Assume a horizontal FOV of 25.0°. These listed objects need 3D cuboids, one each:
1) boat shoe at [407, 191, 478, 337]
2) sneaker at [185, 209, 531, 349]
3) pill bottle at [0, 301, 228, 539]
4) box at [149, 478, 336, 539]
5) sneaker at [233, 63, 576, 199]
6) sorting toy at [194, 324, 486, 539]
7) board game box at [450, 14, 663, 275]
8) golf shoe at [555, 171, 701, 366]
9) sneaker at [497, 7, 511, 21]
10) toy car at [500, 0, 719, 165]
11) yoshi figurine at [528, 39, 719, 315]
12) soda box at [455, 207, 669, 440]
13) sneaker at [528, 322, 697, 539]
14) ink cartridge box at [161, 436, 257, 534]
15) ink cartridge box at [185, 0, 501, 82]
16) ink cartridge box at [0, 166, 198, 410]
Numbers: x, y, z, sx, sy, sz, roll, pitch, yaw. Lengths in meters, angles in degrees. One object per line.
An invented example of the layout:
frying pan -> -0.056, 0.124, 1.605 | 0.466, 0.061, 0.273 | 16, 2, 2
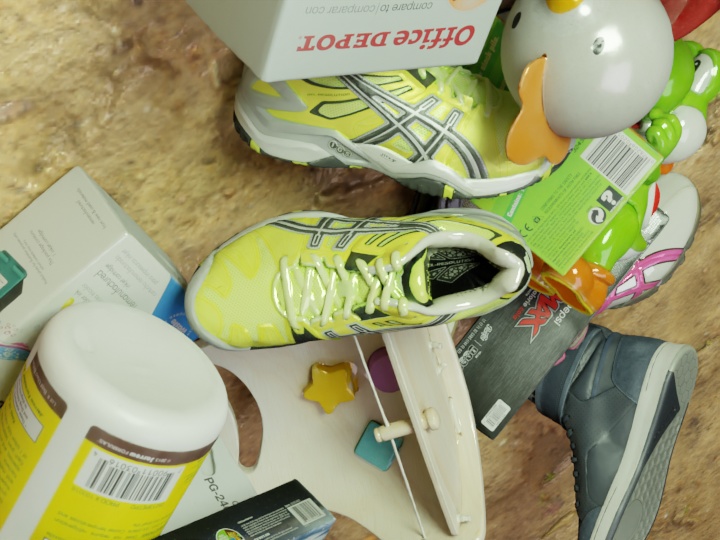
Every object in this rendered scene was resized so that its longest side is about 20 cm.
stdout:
boat shoe -> 0.040, -0.001, 1.107 | 0.065, 0.072, 0.202 | 10, 125, -23
sneaker -> 0.000, 0.000, 0.905 | 0.198, 0.076, 0.076 | -12, 95, -8
pill bottle -> -0.160, 0.124, 0.884 | 0.109, 0.109, 0.201 | 4, 126, -46
box -> -0.112, 0.200, 0.897 | 0.199, 0.040, 0.138 | -14, 139, -53
sneaker -> 0.028, -0.095, 0.919 | 0.198, 0.076, 0.077 | 6, 126, -6
sorting toy -> -0.026, 0.087, 1.064 | 0.178, 0.107, 0.201 | -11, 120, 13
board game box -> 0.077, -0.095, 0.980 | 0.199, 0.030, 0.096 | 38, 102, -12
golf shoe -> 0.174, -0.006, 1.221 | 0.200, 0.073, 0.092 | -42, 144, 0
sneaker -> 0.146, -0.156, 1.030 | 0.200, 0.079, 0.074 | -43, 144, -2
toy car -> 0.129, -0.150, 0.873 | 0.201, 0.183, 0.177 | -59, 149, -17
yoshi figurine -> 0.164, -0.080, 1.069 | 0.201, 0.112, 0.112 | -56, 173, -7
soda box -> 0.132, 0.023, 1.152 | 0.200, 0.063, 0.071 | -51, 175, 0
sneaker -> 0.171, 0.140, 1.294 | 0.077, 0.145, 0.204 | 28, 80, -57
ink cartridge box -> -0.148, 0.190, 1.052 | 0.083, 0.145, 0.201 | -9, 134, -36
ink cartridge box -> -0.002, -0.212, 0.768 | 0.144, 0.145, 0.201 | -10, 135, -38
ink cartridge box -> -0.196, 0.050, 0.925 | 0.200, 0.067, 0.116 | -41, 145, -1
